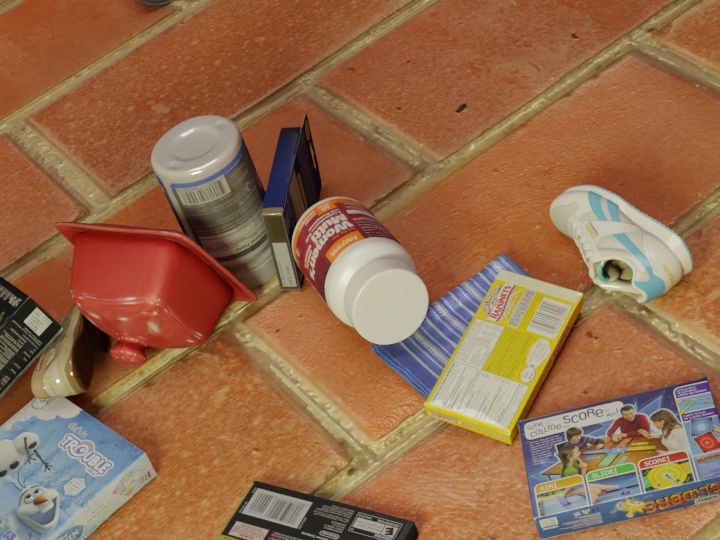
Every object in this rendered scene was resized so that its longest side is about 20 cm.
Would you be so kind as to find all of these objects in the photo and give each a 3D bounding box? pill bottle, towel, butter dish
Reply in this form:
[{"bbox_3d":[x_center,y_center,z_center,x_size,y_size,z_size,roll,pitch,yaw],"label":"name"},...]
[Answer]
[{"bbox_3d":[-0.167,-0.077,1.967,0.113,0.201,0.114,-12,41,11],"label":"pill bottle"},{"bbox_3d":[0.000,0.000,1.857,0.109,0.110,0.200,-27,30,-8],"label":"pill bottle"},{"bbox_3d":[0.125,0.066,1.817,0.199,0.024,0.145,-34,42,-15],"label":"towel"},{"bbox_3d":[-0.254,0.040,1.916,0.198,0.200,0.149,6,70,28],"label":"butter dish"}]

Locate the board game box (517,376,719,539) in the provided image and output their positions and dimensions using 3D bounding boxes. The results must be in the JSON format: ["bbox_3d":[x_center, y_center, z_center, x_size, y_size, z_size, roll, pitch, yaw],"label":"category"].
[{"bbox_3d":[0.262,0.184,1.612,0.198,0.035,0.136,-14,39,9],"label":"board game box"}]

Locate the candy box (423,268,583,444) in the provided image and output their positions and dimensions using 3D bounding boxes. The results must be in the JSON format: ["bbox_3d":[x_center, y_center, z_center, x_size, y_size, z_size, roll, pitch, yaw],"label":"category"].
[{"bbox_3d":[0.157,0.089,1.753,0.102,0.027,0.201,16,55,25],"label":"candy box"}]

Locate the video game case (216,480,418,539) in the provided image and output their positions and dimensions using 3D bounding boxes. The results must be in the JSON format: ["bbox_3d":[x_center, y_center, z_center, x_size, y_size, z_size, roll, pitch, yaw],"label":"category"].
[{"bbox_3d":[-0.068,0.305,1.628,0.199,0.026,0.181,10,48,31],"label":"video game case"}]

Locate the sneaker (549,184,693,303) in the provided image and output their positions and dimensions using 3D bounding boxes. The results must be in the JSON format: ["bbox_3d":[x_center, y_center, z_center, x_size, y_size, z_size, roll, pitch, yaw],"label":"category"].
[{"bbox_3d":[0.275,-0.032,1.823,0.081,0.077,0.200,-38,40,-17],"label":"sneaker"}]

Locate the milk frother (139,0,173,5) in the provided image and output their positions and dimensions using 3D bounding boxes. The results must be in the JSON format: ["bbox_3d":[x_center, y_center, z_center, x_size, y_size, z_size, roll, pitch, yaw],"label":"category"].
[{"bbox_3d":[-0.336,-0.559,2.591,0.180,0.201,0.188,-28,40,-15],"label":"milk frother"}]

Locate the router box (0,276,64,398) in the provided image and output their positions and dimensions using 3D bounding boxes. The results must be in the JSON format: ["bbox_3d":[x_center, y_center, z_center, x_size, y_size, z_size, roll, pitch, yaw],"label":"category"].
[{"bbox_3d":[-0.448,0.088,1.940,0.150,0.062,0.200,-50,25,-11],"label":"router box"}]

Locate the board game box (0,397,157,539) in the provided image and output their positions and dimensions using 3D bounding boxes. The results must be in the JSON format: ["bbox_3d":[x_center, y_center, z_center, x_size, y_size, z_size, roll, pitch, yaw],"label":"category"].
[{"bbox_3d":[-0.362,0.240,1.815,0.199,0.044,0.199,-41,43,-25],"label":"board game box"}]

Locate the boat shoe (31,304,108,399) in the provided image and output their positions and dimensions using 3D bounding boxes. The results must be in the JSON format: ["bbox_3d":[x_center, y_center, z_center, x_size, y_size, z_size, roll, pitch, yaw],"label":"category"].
[{"bbox_3d":[-0.348,0.089,1.933,0.064,0.072,0.200,-18,19,9],"label":"boat shoe"}]

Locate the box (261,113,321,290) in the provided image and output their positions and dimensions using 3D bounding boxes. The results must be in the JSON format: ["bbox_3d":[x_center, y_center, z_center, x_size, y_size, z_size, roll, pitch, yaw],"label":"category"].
[{"bbox_3d":[-0.083,-0.088,2.004,0.032,0.122,0.201,-2,42,12],"label":"box"}]
